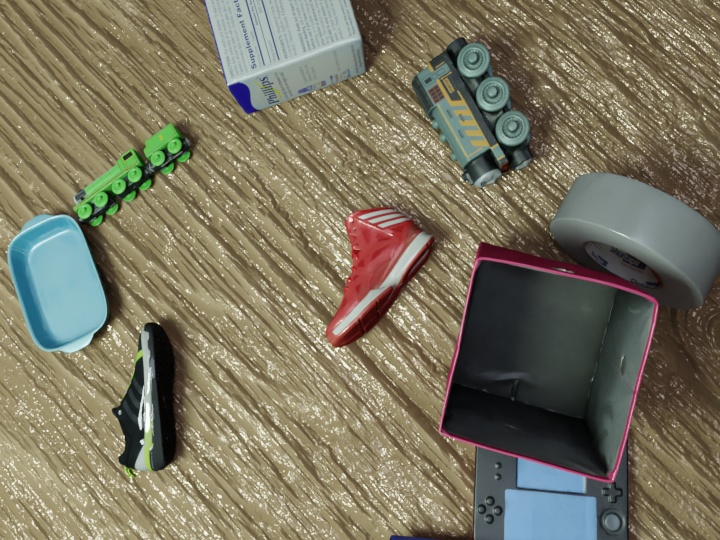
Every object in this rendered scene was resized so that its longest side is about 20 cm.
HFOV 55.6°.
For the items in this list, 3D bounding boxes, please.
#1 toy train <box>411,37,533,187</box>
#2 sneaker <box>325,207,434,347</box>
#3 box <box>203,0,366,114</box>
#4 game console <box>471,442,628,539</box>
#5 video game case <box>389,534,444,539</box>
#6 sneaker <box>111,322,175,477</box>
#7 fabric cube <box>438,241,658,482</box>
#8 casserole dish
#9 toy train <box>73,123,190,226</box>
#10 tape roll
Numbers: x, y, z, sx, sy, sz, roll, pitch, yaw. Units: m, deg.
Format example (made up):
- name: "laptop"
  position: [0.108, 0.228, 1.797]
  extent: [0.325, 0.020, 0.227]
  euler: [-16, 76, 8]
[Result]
- name: "toy train"
  position: [0.154, -0.215, 0.936]
  extent: [0.112, 0.085, 0.204]
  euler: [-30, 81, 13]
- name: "sneaker"
  position: [0.000, 0.000, 0.928]
  extent: [0.115, 0.079, 0.200]
  euler: [40, 75, 18]
- name: "box"
  position: [-0.109, -0.354, 0.965]
  extent: [0.195, 0.105, 0.189]
  euler: [-17, 81, 2]
- name: "game console"
  position: [0.242, 0.286, 0.874]
  extent: [0.193, 0.031, 0.183]
  euler: [3, 82, 5]
- name: "video game case"
  position: [0.126, 0.432, 0.840]
  extent: [0.193, 0.045, 0.187]
  euler: [4, 94, 6]
- name: "sneaker"
  position: [-0.301, 0.174, 0.922]
  extent: [0.080, 0.072, 0.207]
  euler: [-4, 81, 6]
- name: "fabric cube"
  position: [0.208, 0.090, 0.797]
  extent: [0.191, 0.199, 0.206]
  euler: [13, 99, 10]
- name: "casserole dish"
  position: [-0.425, 0.019, 0.974]
  extent: [0.119, 0.039, 0.204]
  euler: [-24, 79, 2]
- name: "toy train"
  position: [-0.334, -0.140, 0.989]
  extent: [0.198, 0.042, 0.057]
  euler: [-36, 70, 0]
- name: "tape roll"
  position: [0.332, -0.034, 0.827]
  extent: [0.197, 0.200, 0.067]
  euler: [32, 86, 9]
